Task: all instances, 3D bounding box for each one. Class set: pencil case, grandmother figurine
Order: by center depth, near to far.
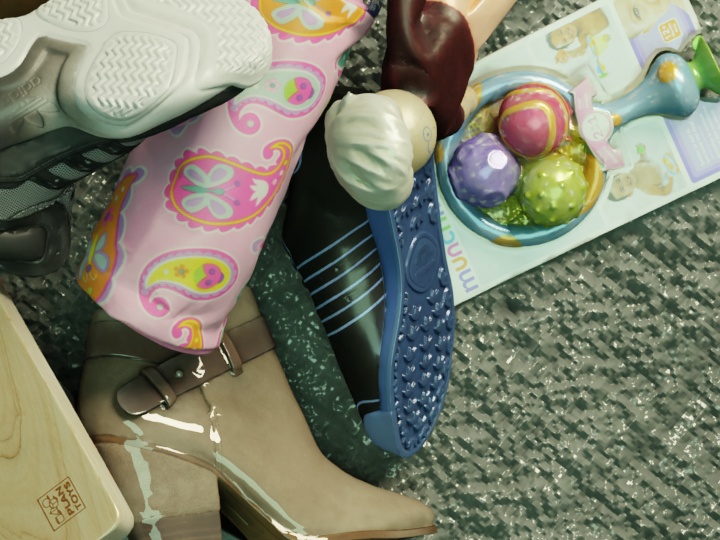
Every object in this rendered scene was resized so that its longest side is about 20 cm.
[{"bbox_3d":[0.040,-0.112,0.759,0.060,0.201,0.122,5,141,34],"label":"grandmother figurine"},{"bbox_3d":[-0.064,-0.062,0.767,0.087,0.087,0.202,26,98,-4],"label":"pencil case"}]

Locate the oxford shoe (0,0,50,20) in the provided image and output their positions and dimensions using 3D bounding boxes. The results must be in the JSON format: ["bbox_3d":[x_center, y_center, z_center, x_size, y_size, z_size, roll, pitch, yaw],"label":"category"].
[{"bbox_3d":[-0.143,-0.152,0.703,0.071,0.072,0.202,22,120,-3],"label":"oxford shoe"}]

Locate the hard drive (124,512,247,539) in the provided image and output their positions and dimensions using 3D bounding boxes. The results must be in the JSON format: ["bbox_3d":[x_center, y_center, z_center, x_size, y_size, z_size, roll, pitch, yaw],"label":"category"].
[{"bbox_3d":[-0.168,0.194,0.858,0.139,0.033,0.201,33,97,-25],"label":"hard drive"}]

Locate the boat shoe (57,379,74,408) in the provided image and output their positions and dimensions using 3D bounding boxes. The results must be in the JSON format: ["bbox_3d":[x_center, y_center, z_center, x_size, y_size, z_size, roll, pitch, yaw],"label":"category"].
[{"bbox_3d":[-0.238,0.122,0.853,0.200,0.072,0.068,-47,133,-1],"label":"boat shoe"}]

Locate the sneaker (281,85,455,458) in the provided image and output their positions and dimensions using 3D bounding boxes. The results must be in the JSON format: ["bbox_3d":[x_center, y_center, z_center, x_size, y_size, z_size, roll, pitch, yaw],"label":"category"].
[{"bbox_3d":[0.000,0.000,0.839,0.077,0.070,0.203,10,113,34],"label":"sneaker"}]

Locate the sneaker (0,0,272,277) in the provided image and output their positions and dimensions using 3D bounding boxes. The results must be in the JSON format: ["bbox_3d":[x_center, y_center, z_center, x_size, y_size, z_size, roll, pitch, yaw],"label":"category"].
[{"bbox_3d":[-0.132,-0.062,0.721,0.197,0.114,0.076,-16,59,-2],"label":"sneaker"}]

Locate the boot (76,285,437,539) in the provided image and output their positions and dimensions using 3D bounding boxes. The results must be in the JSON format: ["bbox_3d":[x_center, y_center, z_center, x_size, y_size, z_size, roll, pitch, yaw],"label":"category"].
[{"bbox_3d":[-0.055,0.082,0.841,0.198,0.070,0.148,0,71,-35],"label":"boot"}]

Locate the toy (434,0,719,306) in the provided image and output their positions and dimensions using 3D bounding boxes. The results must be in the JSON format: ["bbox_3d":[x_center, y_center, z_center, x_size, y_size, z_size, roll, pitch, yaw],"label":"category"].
[{"bbox_3d":[0.102,-0.066,0.835,0.198,0.047,0.116,-26,97,3],"label":"toy"}]

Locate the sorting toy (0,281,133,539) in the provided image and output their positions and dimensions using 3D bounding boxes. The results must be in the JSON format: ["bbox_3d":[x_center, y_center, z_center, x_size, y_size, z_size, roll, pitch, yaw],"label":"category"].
[{"bbox_3d":[-0.225,0.104,0.768,0.198,0.070,0.201,-37,67,3],"label":"sorting toy"}]
